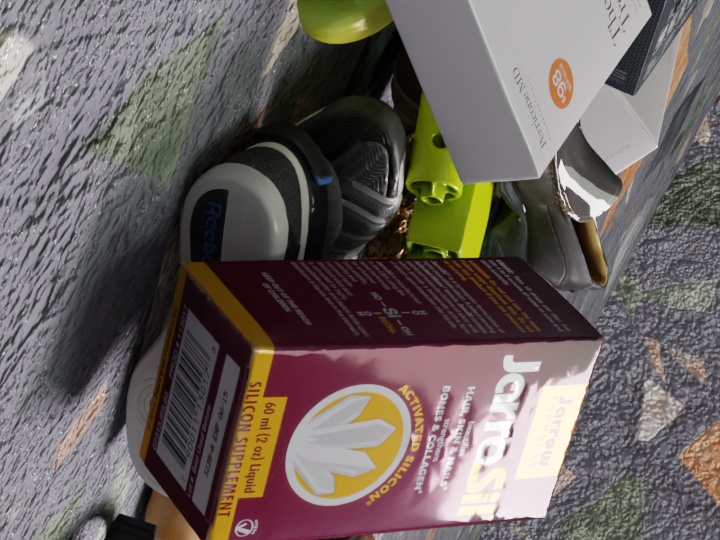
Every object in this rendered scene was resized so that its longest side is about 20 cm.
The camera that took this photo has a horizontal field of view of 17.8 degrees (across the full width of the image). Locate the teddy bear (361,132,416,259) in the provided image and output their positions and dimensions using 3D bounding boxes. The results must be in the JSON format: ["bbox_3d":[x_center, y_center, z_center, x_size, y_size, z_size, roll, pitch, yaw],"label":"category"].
[{"bbox_3d":[0.000,0.000,1.412,0.201,0.066,0.145,-61,-163,7],"label":"teddy bear"}]

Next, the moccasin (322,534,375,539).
[{"bbox_3d":[-0.034,0.213,1.605,0.073,0.078,0.201,-30,176,-29],"label":"moccasin"}]

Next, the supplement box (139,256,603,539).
[{"bbox_3d":[0.005,0.061,1.124,0.199,0.086,0.111,-1,119,-31],"label":"supplement box"}]

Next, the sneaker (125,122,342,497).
[{"bbox_3d":[-0.055,0.019,1.194,0.112,0.073,0.201,-43,156,-55],"label":"sneaker"}]

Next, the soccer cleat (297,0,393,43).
[{"bbox_3d":[0.030,-0.162,1.167,0.201,0.064,0.084,-56,148,-43],"label":"soccer cleat"}]

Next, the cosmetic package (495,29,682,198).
[{"bbox_3d":[0.133,-0.123,1.458,0.107,0.085,0.200,-32,-162,27],"label":"cosmetic package"}]

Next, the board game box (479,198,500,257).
[{"bbox_3d":[0.085,0.026,1.506,0.200,0.028,0.136,-54,155,-63],"label":"board game box"}]

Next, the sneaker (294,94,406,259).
[{"bbox_3d":[-0.010,-0.055,1.278,0.116,0.075,0.200,-62,180,-39],"label":"sneaker"}]

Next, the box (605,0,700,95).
[{"bbox_3d":[0.189,-0.217,1.280,0.200,0.051,0.158,-54,166,-37],"label":"box"}]

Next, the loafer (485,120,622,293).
[{"bbox_3d":[0.116,-0.058,1.316,0.201,0.072,0.073,89,17,-57],"label":"loafer"}]

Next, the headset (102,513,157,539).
[{"bbox_3d":[-0.158,0.203,1.225,0.200,0.093,0.124,-79,-173,-71],"label":"headset"}]

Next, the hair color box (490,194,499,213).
[{"bbox_3d":[0.054,-0.018,1.543,0.109,0.064,0.202,82,21,-68],"label":"hair color box"}]

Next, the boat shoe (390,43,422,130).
[{"bbox_3d":[0.078,-0.167,1.440,0.200,0.072,0.076,-48,176,-26],"label":"boat shoe"}]

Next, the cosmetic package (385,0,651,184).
[{"bbox_3d":[0.063,-0.166,1.103,0.151,0.051,0.201,-52,128,-40],"label":"cosmetic package"}]

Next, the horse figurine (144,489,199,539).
[{"bbox_3d":[-0.094,0.143,1.376,0.133,0.050,0.201,-58,169,-40],"label":"horse figurine"}]

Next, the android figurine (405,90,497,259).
[{"bbox_3d":[0.053,-0.050,1.281,0.182,0.041,0.202,79,23,-71],"label":"android figurine"}]
